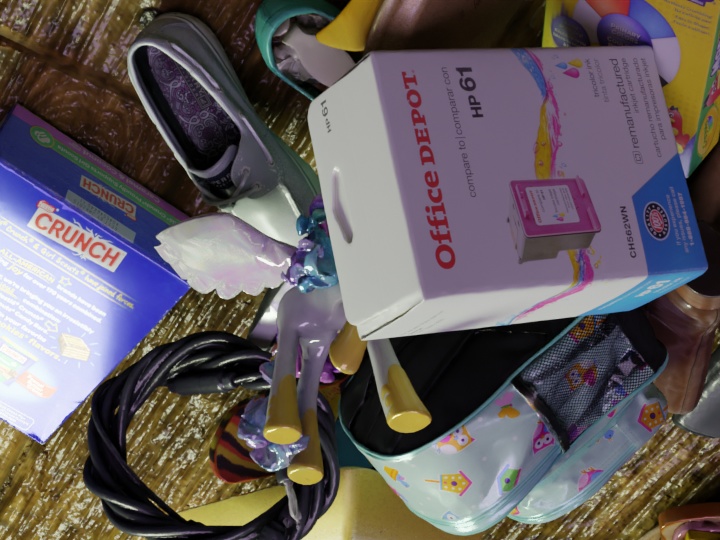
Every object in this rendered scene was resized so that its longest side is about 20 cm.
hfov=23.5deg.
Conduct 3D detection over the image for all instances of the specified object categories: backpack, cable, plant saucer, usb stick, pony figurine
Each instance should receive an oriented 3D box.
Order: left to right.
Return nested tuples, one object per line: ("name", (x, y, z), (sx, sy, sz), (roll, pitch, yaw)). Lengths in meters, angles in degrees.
("cable", (-0.110, 0.122, 1.214), (0.200, 0.051, 0.163), (35, 98, 27))
("pony figurine", (-0.026, 0.023, 1.070), (0.166, 0.200, 0.193), (24, 142, -30))
("plant saucer", (-0.025, 0.207, 1.311), (0.200, 0.049, 0.200), (-19, 153, 32))
("backpack", (0.092, 0.083, 1.170), (0.200, 0.176, 0.153), (-36, 116, -8))
("usb stick", (0.296, 0.048, 1.250), (0.055, 0.033, 0.200), (21, 125, -18))

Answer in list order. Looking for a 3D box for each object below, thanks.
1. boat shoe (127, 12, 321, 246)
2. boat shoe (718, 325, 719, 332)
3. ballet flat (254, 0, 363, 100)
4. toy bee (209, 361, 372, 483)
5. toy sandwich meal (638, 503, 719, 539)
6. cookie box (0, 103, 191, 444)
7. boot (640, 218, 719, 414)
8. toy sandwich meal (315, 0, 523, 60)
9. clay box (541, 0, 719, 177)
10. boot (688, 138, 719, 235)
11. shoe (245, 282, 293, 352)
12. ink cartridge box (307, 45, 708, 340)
("boat shoe", (-0.090, -0.073, 1.137), (0.070, 0.072, 0.201), (-29, 100, 27))
("boat shoe", (0.320, 0.079, 1.210), (0.072, 0.072, 0.200), (-38, 141, 16))
("ballet flat", (0.014, -0.107, 1.115), (0.200, 0.070, 0.067), (34, 108, -8))
("toy bee", (-0.013, 0.102, 1.284), (0.200, 0.109, 0.131), (2, 176, -33))
("toy sandwich meal", (0.295, 0.265, 1.380), (0.205, 0.070, 0.205), (2, 127, 3))
("cookie box", (-0.235, 0.006, 1.240), (0.171, 0.075, 0.200), (35, 122, -19))
("boot", (0.187, -0.008, 1.194), (0.064, 0.187, 0.200), (-24, 155, -8))
("toy sandwich meal", (0.050, -0.192, 1.025), (0.070, 0.205, 0.205), (39, 127, 15))
("clay box", (0.170, -0.159, 1.044), (0.115, 0.048, 0.200), (27, 146, 23))
("boot", (0.254, -0.104, 1.122), (0.175, 0.066, 0.200), (18, 127, -8))
("shoe", (0.000, 0.000, 1.216), (0.091, 0.072, 0.200), (30, 119, -10))
("ink cartridge box", (0.084, -0.047, 0.995), (0.200, 0.145, 0.085), (-6, 166, -29))
